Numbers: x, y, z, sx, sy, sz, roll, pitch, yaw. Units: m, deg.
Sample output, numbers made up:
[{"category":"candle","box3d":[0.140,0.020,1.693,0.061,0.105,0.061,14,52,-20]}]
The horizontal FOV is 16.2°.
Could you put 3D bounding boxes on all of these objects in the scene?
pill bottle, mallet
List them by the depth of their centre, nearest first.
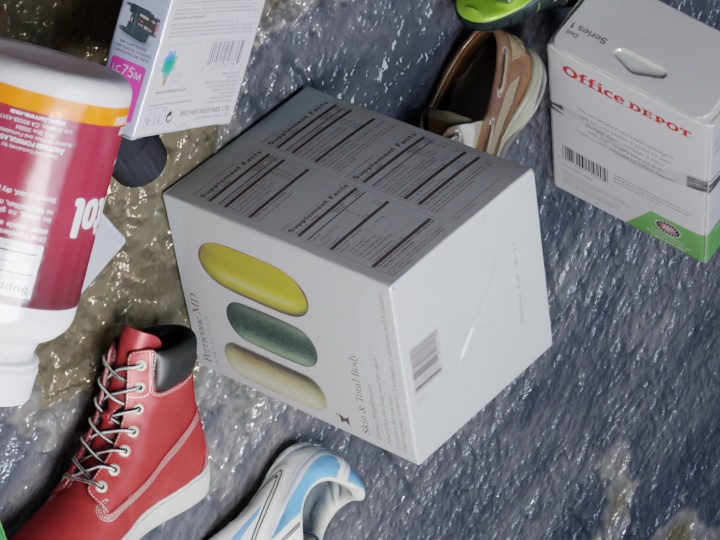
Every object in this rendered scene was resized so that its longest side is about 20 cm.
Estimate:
[{"category":"pill bottle","box3d":[-0.209,-0.029,1.475,0.113,0.113,0.200,2,107,-54]},{"category":"mallet","box3d":[-0.199,-0.031,1.559,0.200,0.041,0.066,-47,142,-21]}]

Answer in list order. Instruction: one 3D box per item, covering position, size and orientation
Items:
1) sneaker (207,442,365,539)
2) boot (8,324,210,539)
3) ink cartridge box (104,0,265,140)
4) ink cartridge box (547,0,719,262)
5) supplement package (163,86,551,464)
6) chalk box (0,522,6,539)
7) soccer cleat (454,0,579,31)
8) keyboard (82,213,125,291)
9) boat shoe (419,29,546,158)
[{"category":"sneaker","box3d":[-0.072,0.212,1.827,0.200,0.072,0.072,-54,144,-17]},{"category":"boot","box3d":[-0.172,0.117,1.645,0.200,0.072,0.144,-39,136,-47]},{"category":"ink cartridge box","box3d":[-0.094,-0.182,1.534,0.119,0.042,0.200,-16,129,-63]},{"category":"ink cartridge box","box3d":[0.225,-0.115,1.940,0.084,0.146,0.200,-52,158,-22]},{"category":"supplement package","box3d":[0.000,0.000,1.693,0.151,0.200,0.152,-39,136,-34]},{"category":"chalk box","box3d":[-0.282,0.189,1.486,0.124,0.124,0.200,-41,139,-32]},{"category":"soccer cleat","box3d":[0.142,-0.220,1.886,0.200,0.067,0.081,-41,145,-35]},{"category":"keyboard","box3d":[-0.220,0.044,1.562,0.200,0.011,0.056,-50,154,-9]},{"category":"boat shoe","box3d":[0.066,-0.091,1.853,0.072,0.076,0.200,43,64,-50]}]
